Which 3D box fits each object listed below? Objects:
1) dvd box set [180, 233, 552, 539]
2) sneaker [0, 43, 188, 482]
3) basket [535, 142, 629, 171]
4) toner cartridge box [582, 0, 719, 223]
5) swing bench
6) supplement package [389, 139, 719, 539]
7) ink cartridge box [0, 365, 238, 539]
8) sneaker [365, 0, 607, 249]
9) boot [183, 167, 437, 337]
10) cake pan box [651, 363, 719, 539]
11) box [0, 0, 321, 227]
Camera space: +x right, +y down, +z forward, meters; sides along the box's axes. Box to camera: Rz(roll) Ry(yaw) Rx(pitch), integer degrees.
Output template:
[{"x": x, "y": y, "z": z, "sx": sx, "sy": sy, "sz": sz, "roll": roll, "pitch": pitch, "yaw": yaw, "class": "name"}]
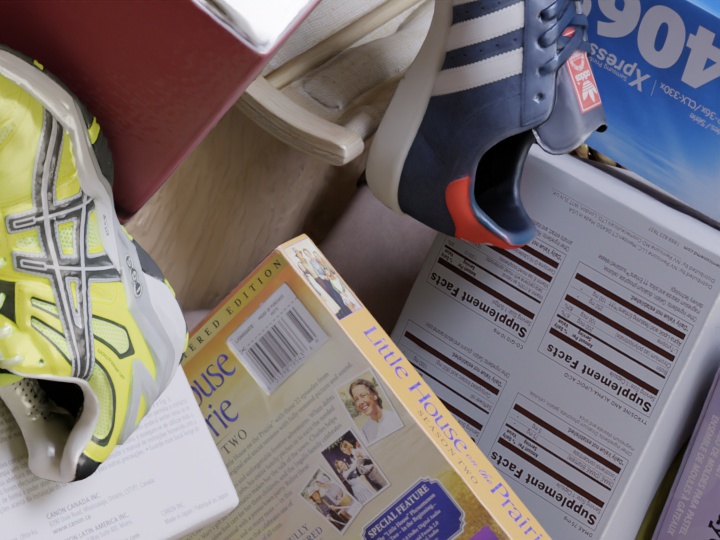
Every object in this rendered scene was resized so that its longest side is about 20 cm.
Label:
[{"x": -0.012, "y": 0.106, "z": 0.995, "sx": 0.146, "sy": 0.200, "sz": 0.029, "roll": -44, "pitch": 172, "yaw": 29, "class": "dvd box set"}, {"x": -0.122, "y": -0.005, "z": 0.816, "sx": 0.200, "sy": 0.075, "sz": 0.077, "roll": 58, "pitch": 39, "yaw": -39, "class": "sneaker"}, {"x": 0.097, "y": -0.053, "z": 1.262, "sx": 0.200, "sy": 0.148, "sz": 0.143, "roll": 63, "pitch": 20, "yaw": -47, "class": "basket"}, {"x": 0.165, "y": -0.076, "z": 1.034, "sx": 0.043, "sy": 0.199, "sz": 0.095, "roll": -34, "pitch": 147, "yaw": -44, "class": "toner cartridge box"}, {"x": 0.016, "y": -0.185, "z": 1.011, "sx": 0.199, "sy": 0.129, "sz": 0.201, "roll": -37, "pitch": 149, "yaw": -44, "class": "swing bench"}, {"x": 0.117, "y": 0.066, "z": 1.080, "sx": 0.191, "sy": 0.147, "sz": 0.201, "roll": 10, "pitch": 108, "yaw": -54, "class": "supplement package"}, {"x": -0.147, "y": 0.030, "z": 0.900, "sx": 0.161, "sy": 0.050, "sz": 0.201, "roll": -20, "pitch": 83, "yaw": -51, "class": "ink cartridge box"}, {"x": 0.073, "y": -0.100, "z": 0.958, "sx": 0.075, "sy": 0.084, "sz": 0.201, "roll": -26, "pitch": 141, "yaw": -51, "class": "sneaker"}, {"x": 0.000, "y": 0.000, "z": 1.109, "sx": 0.199, "sy": 0.070, "sz": 0.147, "roll": 25, "pitch": 84, "yaw": -43, "class": "boot"}, {"x": 0.203, "y": 0.108, "z": 1.046, "sx": 0.199, "sy": 0.052, "sz": 0.185, "roll": -5, "pitch": 122, "yaw": -51, "class": "cake pan box"}, {"x": -0.071, "y": -0.113, "z": 0.834, "sx": 0.128, "sy": 0.109, "sz": 0.200, "roll": -52, "pitch": -174, "yaw": -27, "class": "box"}]
